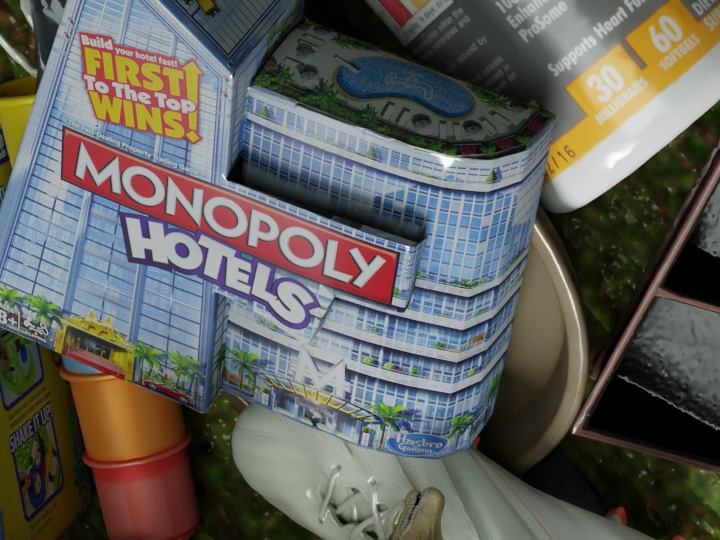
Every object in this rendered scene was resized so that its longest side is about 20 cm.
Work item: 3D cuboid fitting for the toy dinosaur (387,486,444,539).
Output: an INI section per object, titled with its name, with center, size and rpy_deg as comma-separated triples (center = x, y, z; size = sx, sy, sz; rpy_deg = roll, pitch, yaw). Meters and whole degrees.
[toy dinosaur]
center = -0.005, 0.176, 0.906
size = 0.101, 0.058, 0.201
rpy_deg = 11, 109, 39

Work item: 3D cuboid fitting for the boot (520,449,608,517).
[boot]
center = 0.007, 0.134, 0.990
size = 0.200, 0.066, 0.165
rpy_deg = -34, 81, 3

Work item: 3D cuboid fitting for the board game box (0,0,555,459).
[board game box]
center = -0.040, -0.036, 0.867
size = 0.199, 0.062, 0.200
rpy_deg = 21, 136, 14

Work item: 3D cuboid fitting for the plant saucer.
[plant saucer]
center = 0.000, 0.000, 0.942
size = 0.199, 0.029, 0.201
rpy_deg = 19, 135, 20

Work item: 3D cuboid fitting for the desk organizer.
[desk organizer]
center = 0.156, -0.015, 0.927
size = 0.072, 0.077, 0.201
rpy_deg = 28, 110, 5

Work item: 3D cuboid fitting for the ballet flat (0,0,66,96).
[ballet flat]
center = -0.138, -0.147, 0.949
size = 0.073, 0.073, 0.201
rpy_deg = -26, 83, 19

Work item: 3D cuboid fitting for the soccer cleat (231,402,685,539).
[soccer cleat]
center = 0.034, 0.104, 0.928
size = 0.199, 0.078, 0.069
rpy_deg = 23, 135, 14

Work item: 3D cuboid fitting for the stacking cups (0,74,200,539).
[stacking cups]
center = -0.101, 0.017, 1.011
size = 0.060, 0.061, 0.201
rpy_deg = -9, 104, 16

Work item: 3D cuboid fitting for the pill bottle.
[pill bottle]
center = 0.051, -0.129, 0.902
size = 0.116, 0.116, 0.200
rpy_deg = -40, 93, 20

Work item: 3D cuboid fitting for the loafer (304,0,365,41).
[loafer]
center = -0.054, -0.108, 0.955
size = 0.069, 0.075, 0.201
rpy_deg = -27, 97, 15

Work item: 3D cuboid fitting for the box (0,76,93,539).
[box]
center = -0.238, 0.034, 1.016
size = 0.199, 0.122, 0.194
rpy_deg = -5, 104, 16
